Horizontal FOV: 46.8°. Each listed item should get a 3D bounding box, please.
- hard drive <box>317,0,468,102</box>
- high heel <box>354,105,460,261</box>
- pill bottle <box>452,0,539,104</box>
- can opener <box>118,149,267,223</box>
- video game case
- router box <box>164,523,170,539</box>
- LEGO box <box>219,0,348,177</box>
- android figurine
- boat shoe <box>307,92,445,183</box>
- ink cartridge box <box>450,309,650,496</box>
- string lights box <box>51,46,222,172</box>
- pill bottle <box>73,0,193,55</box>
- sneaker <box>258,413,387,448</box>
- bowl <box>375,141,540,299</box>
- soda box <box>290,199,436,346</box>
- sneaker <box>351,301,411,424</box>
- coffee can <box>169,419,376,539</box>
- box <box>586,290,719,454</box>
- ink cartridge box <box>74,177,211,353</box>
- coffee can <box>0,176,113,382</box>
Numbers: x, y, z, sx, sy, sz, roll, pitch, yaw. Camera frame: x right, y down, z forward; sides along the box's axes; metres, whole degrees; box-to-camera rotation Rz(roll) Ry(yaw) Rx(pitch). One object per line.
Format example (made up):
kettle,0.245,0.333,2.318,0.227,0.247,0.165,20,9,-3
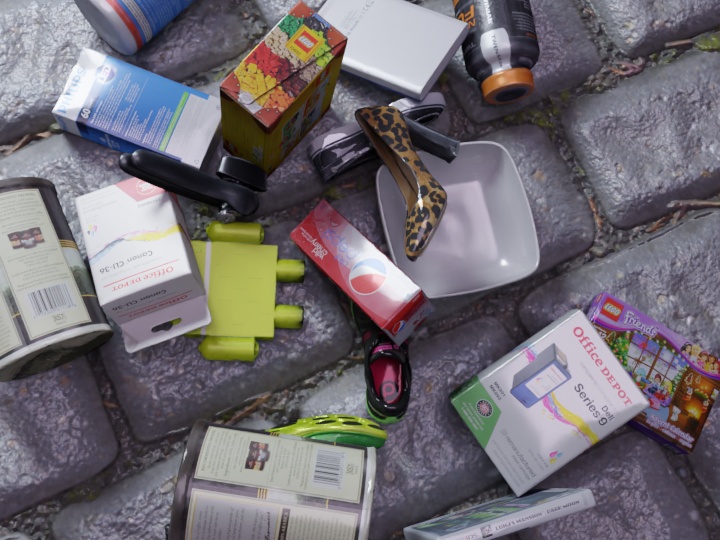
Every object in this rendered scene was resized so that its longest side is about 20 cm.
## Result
hard drive,0.029,-0.317,1.137,0.200,0.025,0.132,26,70,20
high heel,0.038,-0.112,1.030,0.142,0.071,0.200,22,59,-9
pill bottle,0.190,-0.337,1.162,0.106,0.106,0.201,-7,78,-9
can opener,-0.204,-0.109,1.023,0.200,0.063,0.079,12,70,-41
video game case,0.153,0.289,0.971,0.181,0.200,0.023,-14,79,-11
router box,-0.130,0.370,0.985,0.199,0.062,0.150,-2,77,-8
LEGO box,-0.100,-0.218,1.047,0.077,0.200,0.149,39,75,1
android figurine,-0.171,0.025,1.068,0.199,0.041,0.183,5,77,-8
boat shoe,0.031,-0.177,1.123,0.200,0.072,0.068,-24,80,-10
ink cartridge box,0.233,0.162,1.043,0.200,0.088,0.145,-35,84,2
string lights box,-0.285,-0.204,1.091,0.200,0.059,0.103,21,75,-3
pill bottle,-0.274,-0.391,1.107,0.112,0.112,0.200,43,76,3
sneaker,-0.064,0.228,1.028,0.199,0.074,0.084,-11,94,-5
bowl,0.124,-0.062,1.109,0.199,0.075,0.200,-12,80,-9
soda box,0.000,0.000,1.033,0.070,0.063,0.200,-45,57,-2
sneaker,0.035,0.092,1.058,0.077,0.084,0.201,-8,79,-10
coffee can,-0.092,0.252,0.907,0.199,0.146,0.147,9,77,-1
box,0.379,0.137,1.118,0.200,0.039,0.137,30,75,0
ink cartridge box,-0.264,-0.013,1.015,0.116,0.068,0.200,-21,64,-4
coffee can,-0.399,0.011,0.983,0.146,0.146,0.200,-23,82,-12
